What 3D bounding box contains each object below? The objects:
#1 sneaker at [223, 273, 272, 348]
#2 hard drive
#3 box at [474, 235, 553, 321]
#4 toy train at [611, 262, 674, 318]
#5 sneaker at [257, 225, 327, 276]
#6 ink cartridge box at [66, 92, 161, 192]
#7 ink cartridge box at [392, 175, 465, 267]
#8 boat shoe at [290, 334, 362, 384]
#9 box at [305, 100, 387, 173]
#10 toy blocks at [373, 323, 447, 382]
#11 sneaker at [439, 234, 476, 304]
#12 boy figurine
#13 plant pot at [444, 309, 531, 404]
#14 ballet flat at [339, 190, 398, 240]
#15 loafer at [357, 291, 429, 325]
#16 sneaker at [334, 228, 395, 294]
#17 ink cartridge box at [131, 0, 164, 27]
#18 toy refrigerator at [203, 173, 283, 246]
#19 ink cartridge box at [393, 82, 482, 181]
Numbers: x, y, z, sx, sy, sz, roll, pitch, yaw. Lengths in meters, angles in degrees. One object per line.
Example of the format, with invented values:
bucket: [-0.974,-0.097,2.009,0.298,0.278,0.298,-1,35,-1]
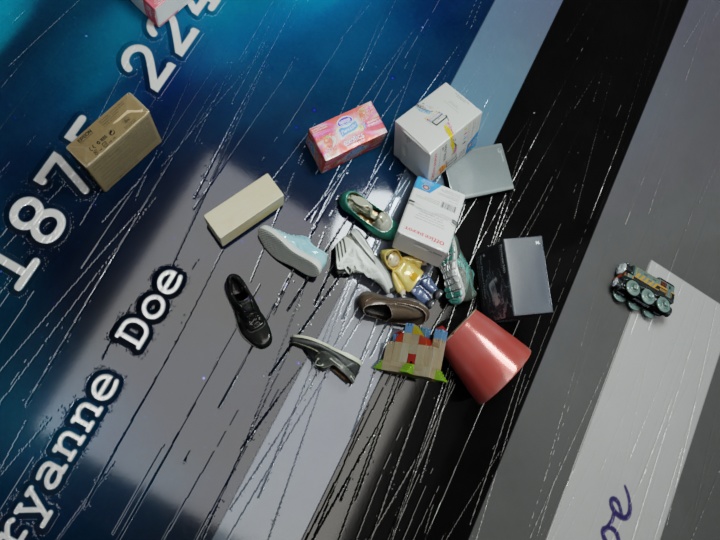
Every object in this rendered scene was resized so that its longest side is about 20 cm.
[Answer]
sneaker: [-0.285,0.103,1.416,0.075,0.088,0.202,-30,87,-16]
hard drive: [0.336,-0.282,1.648,0.196,0.033,0.143,-13,83,-14]
box: [0.403,0.030,1.520,0.115,0.200,0.201,-4,80,-12]
toy train: [0.832,0.057,1.673,0.197,0.085,0.115,28,63,-4]
sneaker: [-0.174,-0.063,1.490,0.198,0.074,0.082,35,45,1]
ink cartridge box: [-0.593,-0.308,1.384,0.075,0.165,0.201,41,74,0]
ink cartridge box: [0.183,-0.132,1.527,0.143,0.085,0.203,22,61,1]
boat shoe: [-0.092,0.222,1.444,0.197,0.072,0.069,28,71,-8]
box: [-0.040,-0.364,1.550,0.197,0.095,0.104,-27,85,-15]
toy blocks: [0.139,0.201,1.459,0.099,0.197,0.140,29,68,-47]
sneaker: [0.270,-0.004,1.573,0.090,0.077,0.205,4,73,-36]
boy figurine: [0.135,0.009,1.536,0.124,0.064,0.200,-45,93,-6]
plant pot: [0.313,0.215,1.482,0.177,0.201,0.200,44,74,10]
ballet flat: [0.030,-0.148,1.538,0.198,0.070,0.068,33,75,-5]
loafer: [0.086,0.114,1.493,0.195,0.071,0.074,10,117,-3]
sneaker: [0.000,0.000,1.514,0.114,0.076,0.202,-35,81,-7]
ink cartridge box: [-0.565,-0.785,1.519,0.200,0.085,0.146,42,74,0]
toy refrigerator: [-0.299,-0.156,1.472,0.199,0.070,0.076,-38,82,-16]
ink cartridge box: [0.207,-0.372,1.559,0.199,0.148,0.145,-39,69,-15]
